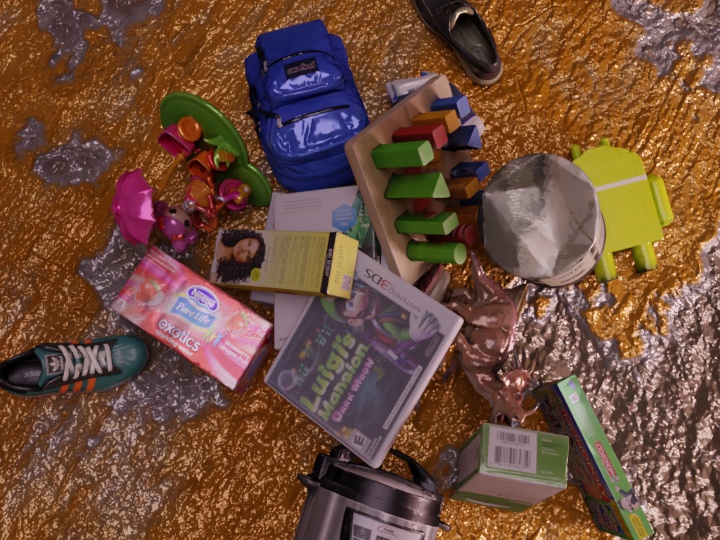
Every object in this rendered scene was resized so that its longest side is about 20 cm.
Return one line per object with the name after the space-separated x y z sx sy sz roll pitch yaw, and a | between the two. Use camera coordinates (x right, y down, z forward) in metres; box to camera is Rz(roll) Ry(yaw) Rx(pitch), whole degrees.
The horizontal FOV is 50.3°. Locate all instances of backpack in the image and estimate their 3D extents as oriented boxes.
-0.074 -0.215 1.034 0.159 0.169 0.204 -17 61 2 | backpack

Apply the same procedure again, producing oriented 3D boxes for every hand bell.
0.121 0.036 1.055 0.196 0.104 0.106 20 79 17 | hand bell

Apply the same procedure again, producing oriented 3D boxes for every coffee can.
0.238 -0.057 0.983 0.143 0.199 0.151 -1 85 19 | coffee can

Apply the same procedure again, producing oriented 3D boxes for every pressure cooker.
0.005 0.316 0.939 0.175 0.175 0.205 11 76 32 | pressure cooker

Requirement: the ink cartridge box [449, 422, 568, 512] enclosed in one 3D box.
0.177 0.248 0.949 0.101 0.201 0.061 9 65 0 | ink cartridge box

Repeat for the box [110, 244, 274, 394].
-0.216 0.067 1.025 0.198 0.095 0.104 33 79 6 | box

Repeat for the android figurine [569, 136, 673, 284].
0.352 -0.089 1.092 0.177 0.041 0.205 -15 81 -3 | android figurine

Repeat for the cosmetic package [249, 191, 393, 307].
-0.041 -0.016 1.032 0.195 0.052 0.155 8 80 22 | cosmetic package

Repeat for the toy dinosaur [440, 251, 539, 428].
0.165 0.085 0.953 0.132 0.086 0.206 5 85 22 | toy dinosaur

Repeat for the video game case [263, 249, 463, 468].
-0.001 0.097 0.920 0.180 0.023 0.203 32 94 22 | video game case

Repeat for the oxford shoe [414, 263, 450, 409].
0.085 0.089 1.023 0.073 0.071 0.204 21 106 -3 | oxford shoe

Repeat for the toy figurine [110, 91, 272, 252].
-0.238 -0.098 1.013 0.200 0.149 0.186 44 57 -16 | toy figurine

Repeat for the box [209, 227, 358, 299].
-0.099 -0.010 0.950 0.196 0.050 0.077 2 80 34 | box

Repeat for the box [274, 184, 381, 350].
-0.042 -0.002 0.981 0.141 0.036 0.206 -5 81 20 | box

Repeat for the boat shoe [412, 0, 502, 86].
0.146 -0.367 1.132 0.071 0.066 0.203 -33 81 -6 | boat shoe

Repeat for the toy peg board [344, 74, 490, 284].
0.105 -0.113 0.962 0.199 0.096 0.204 -41 121 -34 | toy peg board

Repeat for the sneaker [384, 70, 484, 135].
0.064 -0.194 1.094 0.199 0.081 0.147 -40 76 -6 | sneaker

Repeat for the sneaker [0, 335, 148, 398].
-0.384 0.129 1.017 0.195 0.080 0.073 -13 79 -4 | sneaker

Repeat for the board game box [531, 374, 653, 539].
0.290 0.236 0.978 0.029 0.135 0.204 -23 79 -5 | board game box
